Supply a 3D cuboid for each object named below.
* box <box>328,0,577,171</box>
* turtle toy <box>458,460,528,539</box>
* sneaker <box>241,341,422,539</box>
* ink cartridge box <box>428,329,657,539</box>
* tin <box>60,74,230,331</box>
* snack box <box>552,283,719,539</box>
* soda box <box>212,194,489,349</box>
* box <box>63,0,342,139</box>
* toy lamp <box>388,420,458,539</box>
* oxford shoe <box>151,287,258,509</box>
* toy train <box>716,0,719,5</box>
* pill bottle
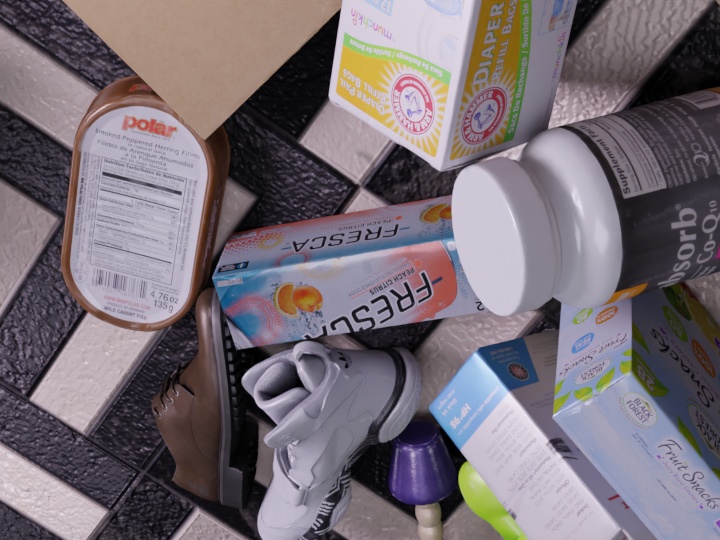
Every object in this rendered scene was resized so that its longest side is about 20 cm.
[{"bbox_3d":[0.063,-0.179,0.948,0.112,0.101,0.202,36,131,35],"label":"box"},{"bbox_3d":[0.157,0.205,1.179,0.199,0.102,0.146,32,151,-10],"label":"turtle toy"},{"bbox_3d":[-0.049,0.127,1.169,0.114,0.075,0.201,16,123,-36],"label":"sneaker"},{"bbox_3d":[0.153,0.142,1.083,0.201,0.115,0.067,52,123,22],"label":"ink cartridge box"},{"bbox_3d":[-0.158,-0.044,1.134,0.110,0.042,0.202,12,122,-1],"label":"tin"},{"bbox_3d":[0.205,0.084,1.044,0.067,0.201,0.169,-32,111,26],"label":"snack box"},{"bbox_3d":[0.000,0.000,1.109,0.197,0.069,0.064,-10,118,15],"label":"soda box"},{"bbox_3d":[-0.117,-0.210,1.021,0.163,0.021,0.200,-41,107,17],"label":"box"},{"bbox_3d":[0.057,0.210,1.232,0.057,0.058,0.202,-3,120,13],"label":"toy lamp"},{"bbox_3d":[-0.123,0.096,1.190,0.083,0.073,0.202,10,121,8],"label":"oxford shoe"},{"bbox_3d":[0.259,-0.221,0.942,0.148,0.056,0.202,12,125,2],"label":"toy train"},{"bbox_3d":[0.165,-0.041,0.979,0.198,0.116,0.118,-16,123,-20],"label":"pill bottle"}]
